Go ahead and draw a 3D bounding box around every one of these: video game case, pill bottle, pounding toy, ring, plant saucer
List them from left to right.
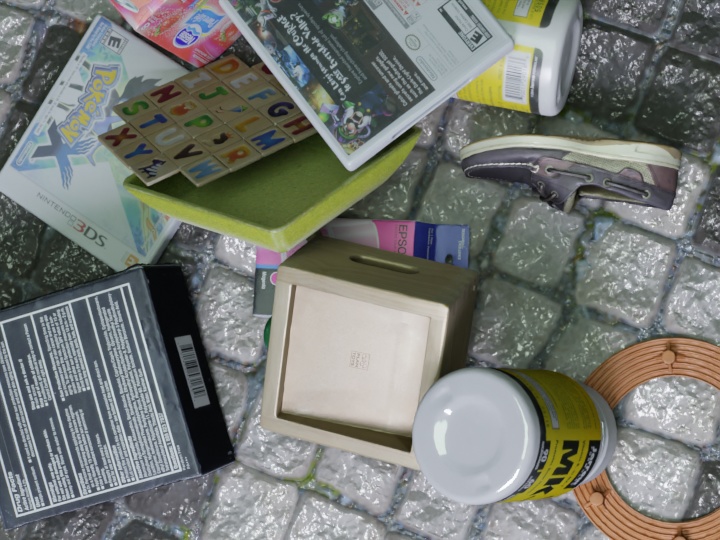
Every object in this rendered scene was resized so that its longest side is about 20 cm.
[{"bbox_3d":[-0.232,-0.118,1.824,0.182,0.022,0.200,33,94,13],"label":"video game case"},{"bbox_3d":[-0.076,-0.083,1.698,0.200,0.200,0.048,18,131,39],"label":"plant saucer"},{"bbox_3d":[-0.004,0.047,1.683,0.200,0.142,0.184,13,110,15],"label":"pounding toy"},{"bbox_3d":[0.004,-0.216,1.654,0.182,0.023,0.200,-37,75,-2],"label":"video game case"},{"bbox_3d":[0.093,-0.211,1.709,0.200,0.111,0.112,13,89,13],"label":"pill bottle"},{"bbox_3d":[0.138,0.140,1.617,0.114,0.200,0.115,-2,86,31],"label":"pill bottle"},{"bbox_3d":[0.280,0.159,1.685,0.200,0.019,0.201,-1,86,12],"label":"ring"}]

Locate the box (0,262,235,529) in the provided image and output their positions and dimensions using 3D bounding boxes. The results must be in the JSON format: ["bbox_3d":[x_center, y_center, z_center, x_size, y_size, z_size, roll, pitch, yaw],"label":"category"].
[{"bbox_3d":[-0.247,0.114,1.753,0.198,0.123,0.200,-16,87,12],"label":"box"}]

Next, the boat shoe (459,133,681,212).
[{"bbox_3d":[0.187,-0.085,1.699,0.200,0.072,0.065,2,81,8],"label":"boat shoe"}]

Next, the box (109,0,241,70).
[{"bbox_3d":[-0.171,-0.266,1.729,0.095,0.200,0.103,-42,79,7],"label":"box"}]

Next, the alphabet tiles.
[{"bbox_3d":[-0.132,-0.140,1.733,0.200,0.006,0.166,-27,41,-21],"label":"alphabet tiles"}]

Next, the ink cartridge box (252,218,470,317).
[{"bbox_3d":[0.000,0.000,1.756,0.200,0.037,0.095,2,87,11],"label":"ink cartridge box"}]
